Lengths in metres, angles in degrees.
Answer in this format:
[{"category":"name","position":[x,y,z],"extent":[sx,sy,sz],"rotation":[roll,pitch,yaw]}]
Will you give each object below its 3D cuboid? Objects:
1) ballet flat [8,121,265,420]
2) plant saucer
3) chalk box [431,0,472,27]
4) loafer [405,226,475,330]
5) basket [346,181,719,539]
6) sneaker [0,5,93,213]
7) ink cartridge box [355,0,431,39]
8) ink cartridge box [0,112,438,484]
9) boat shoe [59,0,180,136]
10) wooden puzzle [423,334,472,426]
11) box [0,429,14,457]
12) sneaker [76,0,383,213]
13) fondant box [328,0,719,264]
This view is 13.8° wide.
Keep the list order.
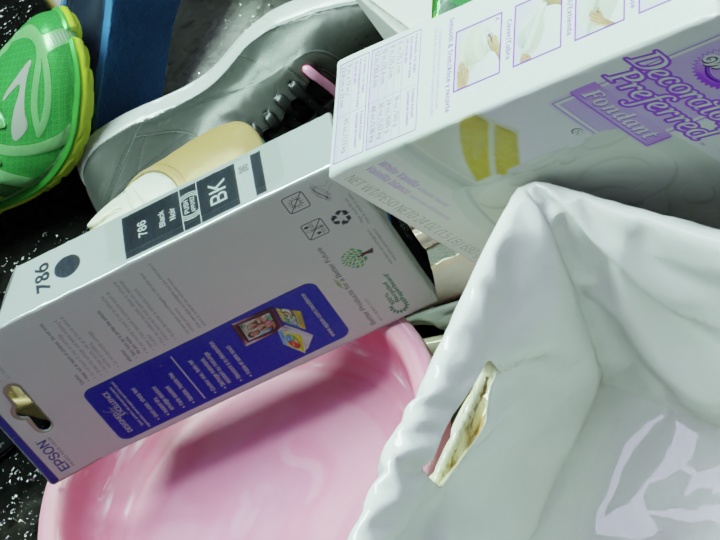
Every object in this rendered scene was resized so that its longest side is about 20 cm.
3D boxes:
[{"category":"ballet flat","position":[-0.115,0.006,1.421],"extent":[0.200,0.063,0.069],"rotation":[-51,55,30]},{"category":"plant saucer","position":[-0.046,0.099,1.318],"extent":[0.200,0.051,0.201],"rotation":[-19,45,20]},{"category":"chalk box","position":[0.134,-0.141,1.242],"extent":[0.199,0.124,0.125],"rotation":[0,78,6]},{"category":"loafer","position":[0.000,0.000,1.397],"extent":[0.199,0.063,0.072],"rotation":[-15,21,19]},{"category":"basket","position":[0.121,0.103,1.165],"extent":[0.199,0.161,0.199],"rotation":[18,68,19]},{"category":"sneaker","position":[-0.208,-0.062,1.529],"extent":[0.200,0.083,0.074],"rotation":[-40,60,32]},{"category":"ink cartridge box","position":[0.109,-0.146,1.393],"extent":[0.200,0.146,0.084],"rotation":[-44,48,-5]},{"category":"ink cartridge box","position":[-0.076,0.014,1.300],"extent":[0.200,0.100,0.039],"rotation":[-26,43,11]},{"category":"boat shoe","position":[-0.136,-0.155,1.549],"extent":[0.069,0.084,0.201],"rotation":[17,92,38]},{"category":"wooden puzzle","position":[0.030,0.111,1.323],"extent":[0.185,0.046,0.201],"rotation":[-11,53,24]},{"category":"box","position":[-0.273,0.019,1.465],"extent":[0.079,0.200,0.141],"rotation":[-42,47,-4]},{"category":"sneaker","position":[-0.048,-0.060,1.482],"extent":[0.200,0.071,0.099],"rotation":[-31,49,16]},{"category":"fondant box","position":[0.107,-0.061,1.177],"extent":[0.200,0.144,0.058],"rotation":[-22,52,39]}]
